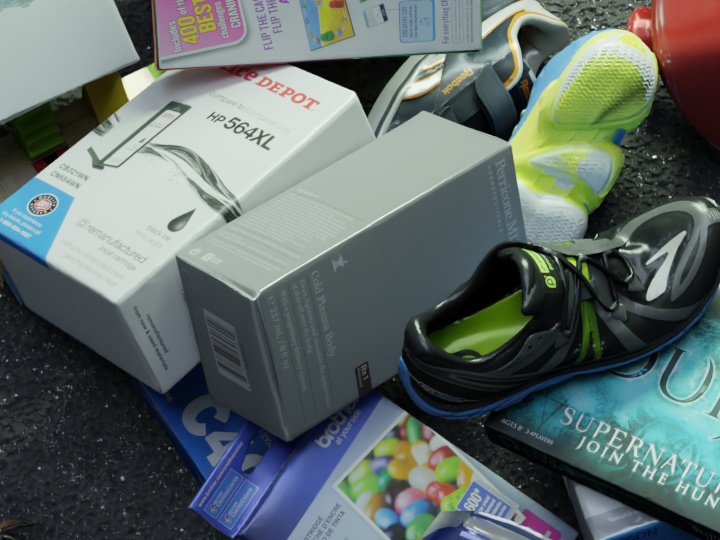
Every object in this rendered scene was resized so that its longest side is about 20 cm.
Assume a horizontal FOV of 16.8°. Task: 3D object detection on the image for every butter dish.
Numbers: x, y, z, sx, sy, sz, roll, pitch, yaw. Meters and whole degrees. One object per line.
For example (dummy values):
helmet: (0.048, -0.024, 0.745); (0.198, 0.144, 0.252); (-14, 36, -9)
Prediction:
butter dish: (0.239, -0.156, 1.548); (0.148, 0.200, 0.199); (-8, 57, 30)

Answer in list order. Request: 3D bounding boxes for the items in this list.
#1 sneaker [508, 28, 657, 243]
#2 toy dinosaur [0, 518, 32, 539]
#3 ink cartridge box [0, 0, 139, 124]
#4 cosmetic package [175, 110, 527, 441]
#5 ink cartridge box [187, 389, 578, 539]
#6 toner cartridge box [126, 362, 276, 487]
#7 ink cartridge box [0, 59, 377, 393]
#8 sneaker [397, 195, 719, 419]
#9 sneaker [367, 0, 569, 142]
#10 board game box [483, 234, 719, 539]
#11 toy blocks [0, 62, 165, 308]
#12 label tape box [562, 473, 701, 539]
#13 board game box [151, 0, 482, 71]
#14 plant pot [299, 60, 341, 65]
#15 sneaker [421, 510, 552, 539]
sneaker: (0.123, -0.070, 1.546); (0.076, 0.105, 0.200); (34, 111, -8)
toy dinosaur: (-0.204, 0.229, 1.434); (0.136, 0.086, 0.200); (-38, 69, -21)
ink cartridge box: (-0.248, -0.196, 1.538); (0.145, 0.145, 0.200); (-24, 103, -7)
cosmetic package: (0.000, 0.000, 1.420); (0.200, 0.107, 0.090); (-31, 35, -26)
ink cartridge box: (0.013, 0.147, 1.427); (0.200, 0.042, 0.119); (34, 73, 1)
toner cartridge box: (-0.064, 0.097, 1.507); (0.095, 0.043, 0.200); (-31, 62, -12)
ink cartridge box: (-0.103, -0.040, 1.472); (0.200, 0.084, 0.146); (-43, 43, -21)
sneaker: (0.113, 0.016, 1.327); (0.200, 0.083, 0.071); (-25, 59, -4)
sneaker: (0.065, -0.105, 1.582); (0.079, 0.078, 0.200); (21, 64, 24)
board game box: (0.187, 0.074, 1.347); (0.200, 0.028, 0.135); (24, 70, 22)
toy blocks: (-0.169, -0.036, 1.576); (0.200, 0.100, 0.137); (-28, 74, -19)
label tape box: (0.173, 0.061, 1.409); (0.143, 0.066, 0.200); (-18, 62, 0)
board game box: (-0.028, -0.202, 1.458); (0.200, 0.153, 0.040); (-3, 25, -4)
plant pot: (-0.048, -0.258, 1.604); (0.180, 0.200, 0.200); (-40, 62, 16)
sneaker: (0.110, 0.225, 1.368); (0.199, 0.081, 0.115); (34, 76, -7)
